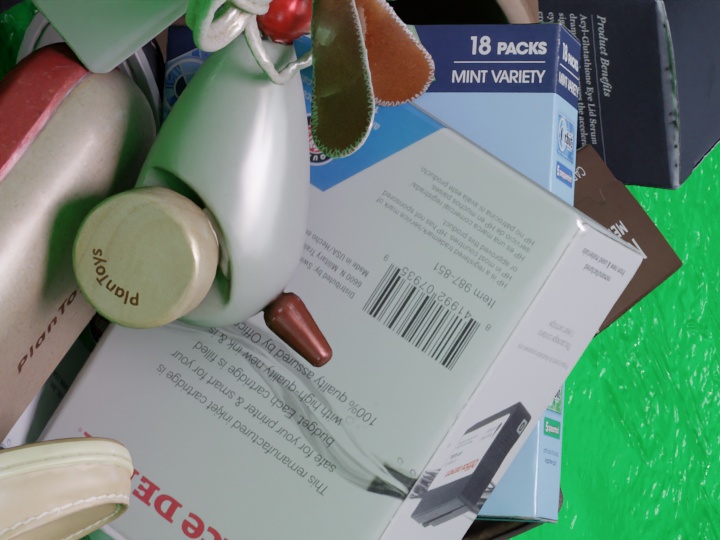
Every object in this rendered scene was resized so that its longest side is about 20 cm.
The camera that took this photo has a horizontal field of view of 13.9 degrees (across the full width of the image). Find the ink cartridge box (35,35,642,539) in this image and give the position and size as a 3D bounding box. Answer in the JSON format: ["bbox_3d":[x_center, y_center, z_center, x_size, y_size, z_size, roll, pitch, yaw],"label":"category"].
[{"bbox_3d":[-0.010,0.035,1.138,0.200,0.145,0.084,-57,156,4],"label":"ink cartridge box"}]

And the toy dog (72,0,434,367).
[{"bbox_3d":[-0.019,-0.046,1.048,0.200,0.096,0.132,-61,173,35],"label":"toy dog"}]

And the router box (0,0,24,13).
[{"bbox_3d":[-0.176,-0.169,1.129,0.200,0.052,0.157,-40,130,-54],"label":"router box"}]

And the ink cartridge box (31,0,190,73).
[{"bbox_3d":[-0.074,-0.188,1.109,0.145,0.085,0.200,50,37,-9],"label":"ink cartridge box"}]

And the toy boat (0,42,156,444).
[{"bbox_3d":[-0.172,-0.008,1.096,0.200,0.131,0.131,-55,168,-25],"label":"toy boat"}]

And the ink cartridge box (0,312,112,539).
[{"bbox_3d":[-0.150,0.097,1.205,0.147,0.083,0.200,62,41,-50],"label":"ink cartridge box"}]

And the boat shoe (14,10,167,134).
[{"bbox_3d":[-0.099,-0.047,1.290,0.060,0.074,0.200,-57,146,-42],"label":"boat shoe"}]

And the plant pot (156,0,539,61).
[{"bbox_3d":[-0.015,-0.151,1.339,0.200,0.200,0.175,67,20,-45],"label":"plant pot"}]

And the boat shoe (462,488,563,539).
[{"bbox_3d":[-0.001,0.127,1.394,0.072,0.201,0.061,43,22,-56],"label":"boat shoe"}]

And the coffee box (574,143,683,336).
[{"bbox_3d":[0.045,0.035,1.454,0.080,0.200,0.114,53,33,2],"label":"coffee box"}]

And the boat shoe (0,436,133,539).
[{"bbox_3d":[-0.168,0.122,1.063,0.072,0.200,0.065,87,-22,-69],"label":"boat shoe"}]

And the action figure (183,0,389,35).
[{"bbox_3d":[0.001,-0.123,1.158,0.118,0.200,0.055,-48,120,-41],"label":"action figure"}]

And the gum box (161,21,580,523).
[{"bbox_3d":[0.000,0.000,1.213,0.045,0.170,0.200,23,69,-72],"label":"gum box"}]

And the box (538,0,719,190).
[{"bbox_3d":[0.097,-0.123,1.524,0.148,0.200,0.104,-45,133,-52],"label":"box"}]
